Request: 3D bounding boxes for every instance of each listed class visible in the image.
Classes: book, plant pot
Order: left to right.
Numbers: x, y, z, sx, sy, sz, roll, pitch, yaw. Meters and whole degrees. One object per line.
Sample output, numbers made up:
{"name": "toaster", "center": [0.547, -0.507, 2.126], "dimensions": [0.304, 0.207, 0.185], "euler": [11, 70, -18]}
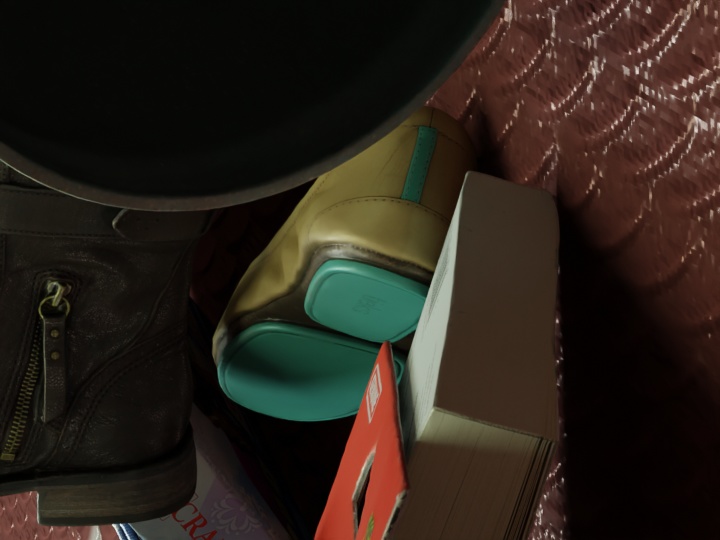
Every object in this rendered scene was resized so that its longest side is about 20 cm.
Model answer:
{"name": "plant pot", "center": [-0.062, -0.132, 0.707], "dimensions": [0.134, 0.199, 0.201], "euler": [35, 134, 50]}
{"name": "book", "center": [0.010, 0.090, 0.772], "dimensions": [0.134, 0.048, 0.201], "euler": [-80, 6, -62]}

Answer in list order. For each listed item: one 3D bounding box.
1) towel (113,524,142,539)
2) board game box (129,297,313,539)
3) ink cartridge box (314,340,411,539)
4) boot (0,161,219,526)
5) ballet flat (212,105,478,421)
{"name": "towel", "center": [-0.111, 0.055, 1.187], "dimensions": [0.201, 0.024, 0.147], "euler": [59, -177, 8]}
{"name": "board game box", "center": [-0.092, 0.032, 1.085], "dimensions": [0.200, 0.041, 0.200], "euler": [53, -175, -42]}
{"name": "ink cartridge box", "center": [-0.036, 0.110, 0.726], "dimensions": [0.200, 0.043, 0.175], "euler": [-96, 23, -82]}
{"name": "boot", "center": [-0.129, -0.004, 0.890], "dimensions": [0.069, 0.199, 0.175], "euler": [-118, 29, -58]}
{"name": "ballet flat", "center": [0.000, 0.000, 0.904], "dimensions": [0.200, 0.068, 0.063], "euler": [137, 149, -69]}
